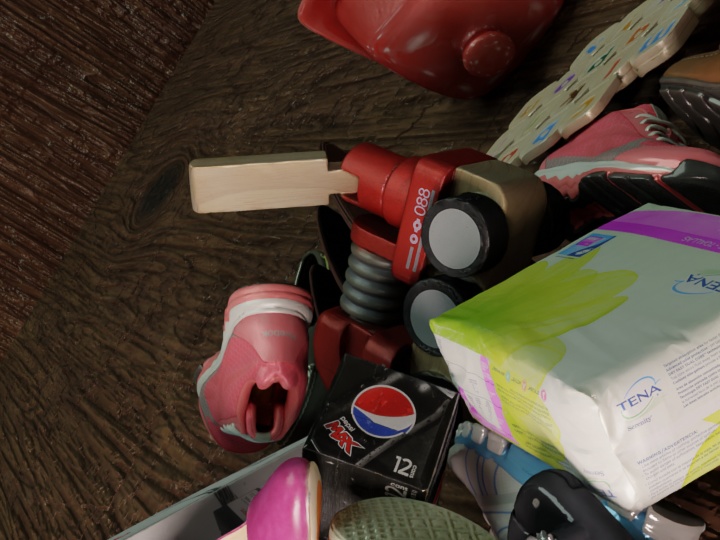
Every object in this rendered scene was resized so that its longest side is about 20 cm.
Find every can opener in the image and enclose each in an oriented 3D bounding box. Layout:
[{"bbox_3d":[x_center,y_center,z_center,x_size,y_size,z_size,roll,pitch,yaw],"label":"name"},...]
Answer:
[{"bbox_3d":[0.122,0.156,0.530,0.200,0.079,0.063,52,134,46],"label":"can opener"}]

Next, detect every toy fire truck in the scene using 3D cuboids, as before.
[{"bbox_3d":[0.000,0.000,0.829,0.200,0.129,0.176,26,116,32],"label":"toy fire truck"}]

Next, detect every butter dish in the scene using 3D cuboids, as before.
[{"bbox_3d":[0.084,-0.218,1.123,0.200,0.199,0.148,-49,45,27],"label":"butter dish"}]

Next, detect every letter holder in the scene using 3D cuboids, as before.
[{"bbox_3d":[0.007,0.001,0.988,0.101,0.142,0.200,-53,20,14],"label":"letter holder"}]

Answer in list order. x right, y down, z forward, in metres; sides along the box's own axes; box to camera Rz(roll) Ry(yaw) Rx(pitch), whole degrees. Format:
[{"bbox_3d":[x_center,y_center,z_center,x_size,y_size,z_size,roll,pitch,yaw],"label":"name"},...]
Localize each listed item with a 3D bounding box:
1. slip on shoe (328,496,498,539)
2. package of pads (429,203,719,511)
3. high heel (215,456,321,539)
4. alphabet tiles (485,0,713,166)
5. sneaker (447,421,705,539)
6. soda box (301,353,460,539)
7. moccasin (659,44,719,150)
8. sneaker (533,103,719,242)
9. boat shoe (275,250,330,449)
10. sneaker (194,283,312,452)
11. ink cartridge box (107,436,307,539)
[{"bbox_3d":[0.058,0.170,0.610,0.200,0.074,0.061,32,123,33],"label":"slip on shoe"},{"bbox_3d":[0.133,0.033,0.654,0.154,0.068,0.200,-28,14,-13],"label":"package of pads"},{"bbox_3d":[-0.075,0.154,0.701,0.200,0.096,0.067,106,172,-53],"label":"high heel"},{"bbox_3d":[0.164,-0.134,0.937,0.200,0.015,0.196,-33,14,50],"label":"alphabet tiles"},{"bbox_3d":[0.090,0.137,0.698,0.087,0.075,0.200,-66,20,-4],"label":"sneaker"},{"bbox_3d":[0.007,0.133,0.759,0.200,0.071,0.063,95,-164,-53],"label":"soda box"},{"bbox_3d":[0.233,-0.104,0.708,0.078,0.074,0.201,-52,15,-12],"label":"moccasin"},{"bbox_3d":[0.166,-0.069,0.814,0.087,0.074,0.200,-58,20,-10],"label":"sneaker"},{"bbox_3d":[-0.043,0.069,1.128,0.072,0.060,0.202,-38,27,44],"label":"boat shoe"},{"bbox_3d":[-0.081,0.094,0.975,0.200,0.074,0.087,108,162,-53],"label":"sneaker"},{"bbox_3d":[-0.101,0.191,0.894,0.200,0.084,0.145,-23,-6,-43],"label":"ink cartridge box"}]
